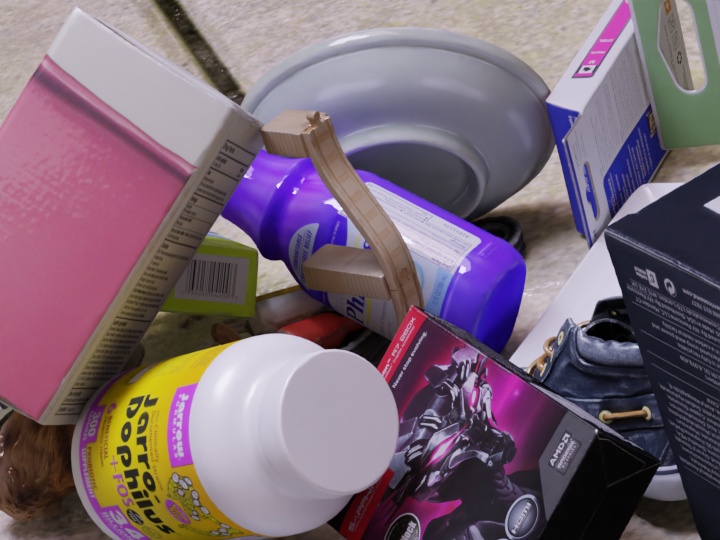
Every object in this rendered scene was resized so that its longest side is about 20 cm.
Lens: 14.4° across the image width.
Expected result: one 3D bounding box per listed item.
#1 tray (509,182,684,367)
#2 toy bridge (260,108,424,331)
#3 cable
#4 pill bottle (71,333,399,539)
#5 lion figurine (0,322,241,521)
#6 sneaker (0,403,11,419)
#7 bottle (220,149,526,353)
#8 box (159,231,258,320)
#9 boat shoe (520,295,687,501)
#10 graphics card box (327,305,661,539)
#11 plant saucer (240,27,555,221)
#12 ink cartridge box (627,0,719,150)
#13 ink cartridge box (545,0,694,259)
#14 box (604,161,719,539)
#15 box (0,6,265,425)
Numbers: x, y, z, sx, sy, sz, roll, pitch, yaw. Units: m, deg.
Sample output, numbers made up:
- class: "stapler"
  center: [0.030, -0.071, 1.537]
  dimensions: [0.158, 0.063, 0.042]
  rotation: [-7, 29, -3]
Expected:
- class: "tray"
  center: [0.171, 0.010, 1.642]
  dimensions: [0.107, 0.022, 0.200]
  rotation: [-1, 34, 35]
- class: "toy bridge"
  center: [0.000, 0.000, 1.585]
  dimensions: [0.067, 0.201, 0.027]
  rotation: [9, 37, 41]
- class: "cable"
  center: [0.015, 0.013, 1.711]
  dimensions: [0.199, 0.051, 0.097]
  rotation: [-27, 26, -11]
- class: "pill bottle"
  center: [-0.064, 0.090, 1.495]
  dimensions: [0.104, 0.105, 0.200]
  rotation: [-40, 13, -33]
- class: "lion figurine"
  center: [-0.120, 0.092, 1.639]
  dimensions: [0.199, 0.073, 0.123]
  rotation: [3, 60, 27]
- class: "sneaker"
  center: [-0.276, 0.104, 1.751]
  dimensions: [0.090, 0.079, 0.200]
  rotation: [-24, 17, 39]
- class: "bottle"
  center: [-0.001, -0.015, 1.664]
  dimensions: [0.199, 0.084, 0.065]
  rotation: [28, 40, 21]
- class: "box"
  center: [-0.135, -0.003, 1.730]
  dimensions: [0.121, 0.048, 0.200]
  rotation: [6, 2, -11]
- class: "boat shoe"
  center: [0.118, 0.055, 1.505]
  dimensions: [0.071, 0.091, 0.200]
  rotation: [-27, 21, -30]
- class: "graphics card box"
  center: [0.057, 0.109, 1.450]
  dimensions: [0.126, 0.051, 0.200]
  rotation: [-60, 33, 3]
- class: "plant saucer"
  center: [0.023, -0.069, 1.731]
  dimensions: [0.199, 0.200, 0.051]
  rotation: [-12, 55, 16]
- class: "ink cartridge box"
  center: [0.268, -0.152, 1.723]
  dimensions: [0.199, 0.146, 0.048]
  rotation: [-3, 28, 25]
- class: "ink cartridge box"
  center: [0.156, -0.092, 1.755]
  dimensions: [0.037, 0.095, 0.200]
  rotation: [0, 34, 26]
- class: "box"
  center: [0.226, 0.042, 1.353]
  dimensions: [0.148, 0.201, 0.107]
  rotation: [-29, 28, -18]
- class: "box"
  center: [-0.152, -0.027, 1.554]
  dimensions: [0.201, 0.109, 0.128]
  rotation: [-58, -7, 1]
